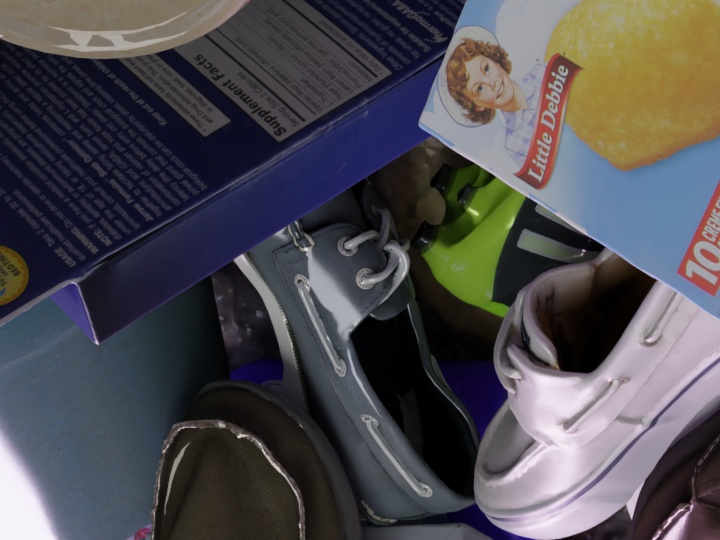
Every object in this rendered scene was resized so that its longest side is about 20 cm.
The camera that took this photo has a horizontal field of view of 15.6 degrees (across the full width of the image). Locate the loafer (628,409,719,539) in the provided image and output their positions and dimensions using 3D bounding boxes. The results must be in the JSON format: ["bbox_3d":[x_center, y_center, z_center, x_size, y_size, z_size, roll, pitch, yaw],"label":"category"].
[{"bbox_3d":[0.132,0.087,0.876,0.073,0.071,0.201,22,139,2],"label":"loafer"}]

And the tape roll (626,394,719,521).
[{"bbox_3d":[0.195,0.063,0.930,0.201,0.071,0.203,14,139,13],"label":"tape roll"}]

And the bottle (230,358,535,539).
[{"bbox_3d":[-0.023,0.075,1.051,0.199,0.066,0.084,0,138,26],"label":"bottle"}]

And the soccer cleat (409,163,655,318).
[{"bbox_3d":[0.093,-0.036,0.884,0.081,0.068,0.200,30,146,-14],"label":"soccer cleat"}]

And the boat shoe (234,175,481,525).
[{"bbox_3d":[0.000,0.000,0.925,0.061,0.073,0.201,4,119,35],"label":"boat shoe"}]

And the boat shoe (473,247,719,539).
[{"bbox_3d":[0.079,0.023,0.863,0.069,0.071,0.200,20,144,-20],"label":"boat shoe"}]

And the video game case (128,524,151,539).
[{"bbox_3d":[-0.121,0.182,1.246,0.181,0.023,0.201,9,137,17],"label":"video game case"}]

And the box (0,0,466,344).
[{"bbox_3d":[-0.060,-0.051,0.809,0.121,0.199,0.033,42,154,40],"label":"box"}]

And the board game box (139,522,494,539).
[{"bbox_3d":[0.021,0.157,1.057,0.147,0.065,0.200,-4,159,31],"label":"board game box"}]

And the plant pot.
[{"bbox_3d":[-0.137,-0.003,0.943,0.199,0.201,0.197,8,146,18],"label":"plant pot"}]

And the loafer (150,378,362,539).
[{"bbox_3d":[-0.046,0.139,0.934,0.075,0.070,0.202,6,103,29],"label":"loafer"}]

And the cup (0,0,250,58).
[{"bbox_3d":[-0.072,-0.147,0.742,0.199,0.144,0.201,1,143,1],"label":"cup"}]

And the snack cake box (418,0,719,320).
[{"bbox_3d":[0.105,-0.100,0.687,0.115,0.067,0.201,32,121,20],"label":"snack cake box"}]
